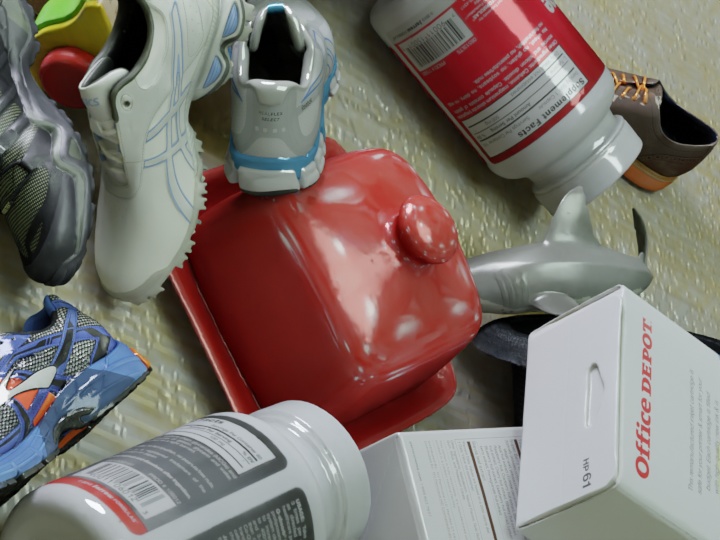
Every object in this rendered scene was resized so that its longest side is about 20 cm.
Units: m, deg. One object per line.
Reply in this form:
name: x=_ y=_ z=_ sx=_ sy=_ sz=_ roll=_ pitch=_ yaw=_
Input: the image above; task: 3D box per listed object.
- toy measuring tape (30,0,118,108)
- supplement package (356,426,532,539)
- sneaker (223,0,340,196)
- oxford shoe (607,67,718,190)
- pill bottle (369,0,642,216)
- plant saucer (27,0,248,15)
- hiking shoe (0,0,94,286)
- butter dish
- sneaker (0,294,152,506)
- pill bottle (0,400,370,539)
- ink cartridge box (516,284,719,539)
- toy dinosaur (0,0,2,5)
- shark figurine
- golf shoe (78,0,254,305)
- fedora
toy measuring tape: x=-0.175 y=-0.160 z=1.284 sx=0.201 sy=0.073 sz=0.074 roll=71 pitch=28 yaw=-42
supplement package: x=0.068 y=0.169 z=1.330 sx=0.199 sy=0.121 sz=0.121 roll=2 pitch=67 yaw=-44
sneaker: x=-0.047 y=-0.134 z=1.333 sx=0.074 sy=0.087 sz=0.201 roll=-1 pitch=36 yaw=-3
oxford shoe: x=0.188 y=-0.135 z=1.651 sx=0.199 sy=0.073 sz=0.072 roll=28 pitch=51 yaw=-30
pill bottle: x=0.108 y=-0.140 z=1.548 sx=0.200 sy=0.112 sz=0.112 roll=49 pitch=43 yaw=-12
plant saucer: x=-0.145 y=-0.234 z=1.378 sx=0.199 sy=0.034 sz=0.202 roll=9 pitch=70 yaw=-26
hiking shoe: x=-0.221 y=-0.077 z=1.238 sx=0.100 sy=0.076 sz=0.201 roll=-9 pitch=67 yaw=-35
butter dish: x=0.000 y=0.000 z=1.340 sx=0.199 sy=0.147 sz=0.200 roll=-21 pitch=84 yaw=-48
sneaker: x=-0.197 y=0.079 z=1.173 sx=0.079 sy=0.075 sz=0.200 roll=48 pitch=34 yaw=0
pill bottle: x=-0.091 y=0.145 z=1.195 sx=0.199 sy=0.116 sz=0.116 roll=-20 pitch=82 yaw=-48
ink cartridge box: x=0.191 y=0.124 z=1.322 sx=0.200 sy=0.084 sz=0.145 roll=35 pitch=45 yaw=-31
toy dinosaur: x=-0.266 y=-0.162 z=1.179 sx=0.135 sy=0.102 sz=0.200 roll=35 pitch=33 yaw=-9
shark figurine: x=0.156 y=-0.014 z=1.498 sx=0.214 sy=0.128 sz=0.090 roll=-5 pitch=95 yaw=-41
golf shoe: x=-0.135 y=-0.082 z=1.260 sx=0.097 sy=0.078 sz=0.201 roll=8 pitch=97 yaw=-49
fedora: x=0.168 y=0.088 z=1.476 sx=0.200 sy=0.200 sz=0.092 roll=1 pitch=101 yaw=-44
